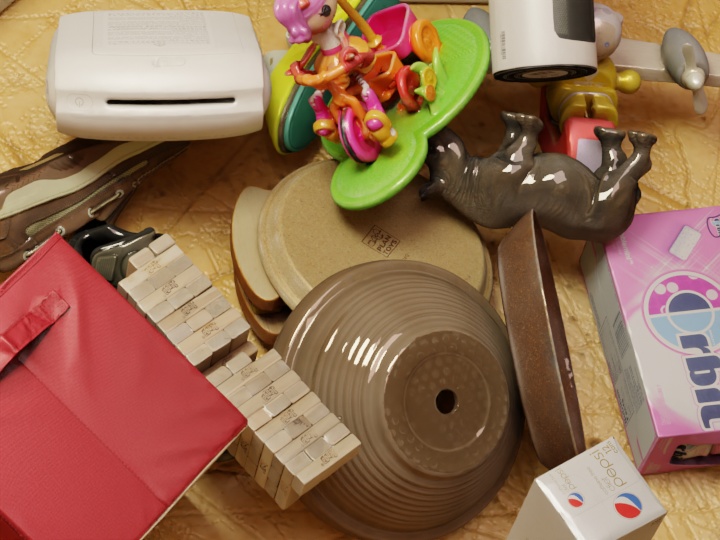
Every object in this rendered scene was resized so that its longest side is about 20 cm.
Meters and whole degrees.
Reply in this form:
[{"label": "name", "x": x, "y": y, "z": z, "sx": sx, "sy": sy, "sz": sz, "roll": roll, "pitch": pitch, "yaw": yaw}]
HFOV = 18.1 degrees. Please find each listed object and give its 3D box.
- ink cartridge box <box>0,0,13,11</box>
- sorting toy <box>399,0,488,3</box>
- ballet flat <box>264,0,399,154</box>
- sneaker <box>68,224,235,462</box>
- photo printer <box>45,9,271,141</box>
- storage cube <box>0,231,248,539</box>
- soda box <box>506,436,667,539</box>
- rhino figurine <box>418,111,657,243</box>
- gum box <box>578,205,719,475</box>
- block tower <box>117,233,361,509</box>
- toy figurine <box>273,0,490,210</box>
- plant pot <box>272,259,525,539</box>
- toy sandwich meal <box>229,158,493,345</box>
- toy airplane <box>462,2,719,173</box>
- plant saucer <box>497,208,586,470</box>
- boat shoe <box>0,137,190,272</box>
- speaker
[{"label": "ink cartridge box", "x": -0.298, "y": -0.305, "z": 1.804, "sx": 0.145, "sy": 0.088, "sz": 0.200, "roll": 36, "pitch": 58, "yaw": 12}, {"label": "sorting toy", "x": 0.111, "y": -0.280, "z": 1.794, "sx": 0.183, "sy": 0.201, "sz": 0.037, "roll": 0, "pitch": 56, "yaw": -10}, {"label": "ballet flat", "x": -0.038, "y": -0.167, "z": 1.789, "sx": 0.067, "sy": 0.067, "sz": 0.201, "roll": 15, "pitch": 52, "yaw": 24}, {"label": "sneaker", "x": -0.146, "y": 0.046, "z": 1.606, "sx": 0.076, "sy": 0.114, "sz": 0.200, "roll": -33, "pitch": 71, "yaw": -24}, {"label": "photo printer", "x": -0.151, "y": -0.145, "z": 1.678, "sx": 0.165, "sy": 0.070, "sz": 0.200, "roll": -1, "pitch": 17, "yaw": -7}, {"label": "storage cube", "x": -0.212, "y": 0.117, "z": 1.495, "sx": 0.180, "sy": 0.200, "sz": 0.171, "roll": 44, "pitch": 60, "yaw": -1}, {"label": "soda box", "x": 0.138, "y": 0.194, "z": 1.514, "sx": 0.068, "sy": 0.200, "sz": 0.064, "roll": -25, "pitch": 65, "yaw": -23}, {"label": "rhino figurine", "x": 0.116, "y": -0.073, "z": 1.678, "sx": 0.198, "sy": 0.060, "sz": 0.088, "roll": 9, "pitch": 93, "yaw": 2}, {"label": "gum box", "x": 0.246, "y": 0.055, "z": 1.695, "sx": 0.113, "sy": 0.066, "sz": 0.201, "roll": -5, "pitch": 60, "yaw": -12}, {"label": "block tower", "x": -0.089, "y": 0.071, "z": 1.518, "sx": 0.054, "sy": 0.058, "sz": 0.200, "roll": -35, "pitch": 70, "yaw": -27}, {"label": "toy figurine", "x": -0.019, "y": -0.176, "z": 1.641, "sx": 0.149, "sy": 0.184, "sz": 0.201, "roll": -14, "pitch": 40, "yaw": 33}, {"label": "plant pot", "x": 0.041, "y": 0.092, "z": 1.571, "sx": 0.199, "sy": 0.093, "sz": 0.203, "roll": 1, "pitch": 87, "yaw": -26}, {"label": "toy sandwich meal", "x": 0.000, "y": 0.000, "z": 1.690, "sx": 0.203, "sy": 0.070, "sz": 0.206, "roll": 11, "pitch": 49, "yaw": -13}, {"label": "toy airplane", "x": 0.174, "y": -0.168, "z": 1.773, "sx": 0.200, "sy": 0.141, "sz": 0.199, "roll": -37, "pitch": 71, "yaw": -27}, {"label": "plant saucer", "x": 0.128, "y": 0.058, "z": 1.608, "sx": 0.034, "sy": 0.201, "sz": 0.202, "roll": -12, "pitch": 60, "yaw": 6}, {"label": "boat shoe", "x": -0.207, "y": -0.056, "z": 1.691, "sx": 0.202, "sy": 0.074, "sz": 0.075, "roll": -27, "pitch": 108, "yaw": -35}, {"label": "speaker", "x": 0.131, "y": -0.245, "z": 1.673, "sx": 0.080, "sy": 0.081, "sz": 0.202, "roll": -2, "pitch": 86, "yaw": -11}]
